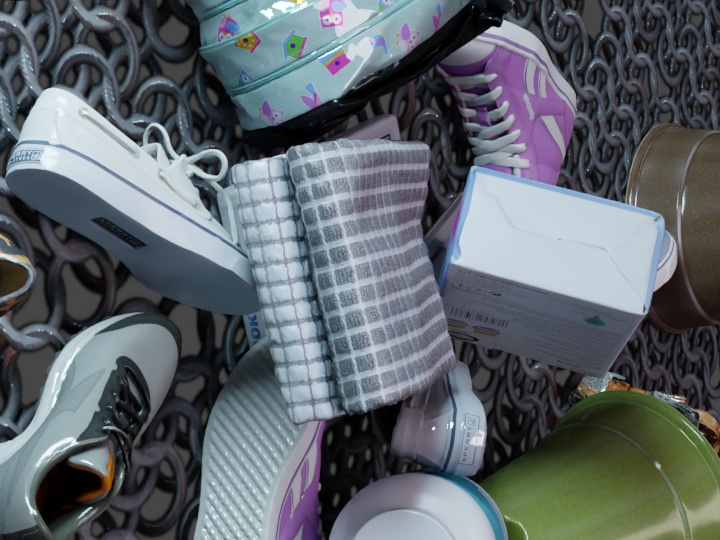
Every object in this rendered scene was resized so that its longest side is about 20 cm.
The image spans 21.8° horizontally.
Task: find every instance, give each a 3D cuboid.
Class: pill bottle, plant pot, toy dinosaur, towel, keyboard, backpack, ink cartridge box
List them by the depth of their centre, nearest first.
[{"bbox_3d":[0.000,0.000,1.160,0.200,0.085,0.166,-18,93,-73],"label":"towel"},{"bbox_3d":[-0.019,-0.162,1.203,0.200,0.167,0.127,-39,101,-45],"label":"backpack"},{"bbox_3d":[0.039,0.187,1.232,0.200,0.111,0.111,36,56,-81],"label":"pill bottle"},{"bbox_3d":[0.124,0.010,1.308,0.200,0.136,0.076,99,7,-70],"label":"ink cartridge box"},{"bbox_3d":[0.040,0.018,1.356,0.200,0.011,0.056,-50,134,-44],"label":"keyboard"},{"bbox_3d":[0.152,0.209,1.419,0.190,0.200,0.201,-14,101,-41],"label":"plant pot"},{"bbox_3d":[0.265,0.157,1.595,0.200,0.136,0.102,45,58,9],"label":"toy dinosaur"},{"bbox_3d":[0.374,-0.041,1.713,0.200,0.198,0.201,2,88,-56],"label":"plant pot"}]

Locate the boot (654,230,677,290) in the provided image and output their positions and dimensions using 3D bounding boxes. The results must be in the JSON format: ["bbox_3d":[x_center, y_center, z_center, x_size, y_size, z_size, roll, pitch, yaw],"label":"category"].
[{"bbox_3d":[0.206,-0.020,1.575,0.200,0.073,0.091,-37,124,-49],"label":"boot"}]

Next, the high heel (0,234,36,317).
[{"bbox_3d":[-0.251,0.006,0.848,0.200,0.142,0.072,-9,97,-55],"label":"high heel"}]

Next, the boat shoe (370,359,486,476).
[{"bbox_3d":[0.040,0.095,1.293,0.200,0.067,0.074,-173,-87,-84],"label":"boat shoe"}]

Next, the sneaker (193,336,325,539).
[{"bbox_3d":[-0.052,0.144,1.211,0.114,0.073,0.201,39,63,-58],"label":"sneaker"}]

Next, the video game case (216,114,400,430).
[{"bbox_3d":[-0.017,0.004,1.297,0.200,0.022,0.183,-31,114,-52],"label":"video game case"}]

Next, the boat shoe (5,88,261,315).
[{"bbox_3d":[-0.122,-0.048,1.111,0.202,0.075,0.086,34,58,-39],"label":"boat shoe"}]

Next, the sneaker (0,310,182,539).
[{"bbox_3d":[-0.151,0.096,1.050,0.200,0.079,0.074,-53,129,-43],"label":"sneaker"}]

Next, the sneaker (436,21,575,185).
[{"bbox_3d":[0.105,-0.114,1.423,0.200,0.073,0.115,33,65,-50],"label":"sneaker"}]
